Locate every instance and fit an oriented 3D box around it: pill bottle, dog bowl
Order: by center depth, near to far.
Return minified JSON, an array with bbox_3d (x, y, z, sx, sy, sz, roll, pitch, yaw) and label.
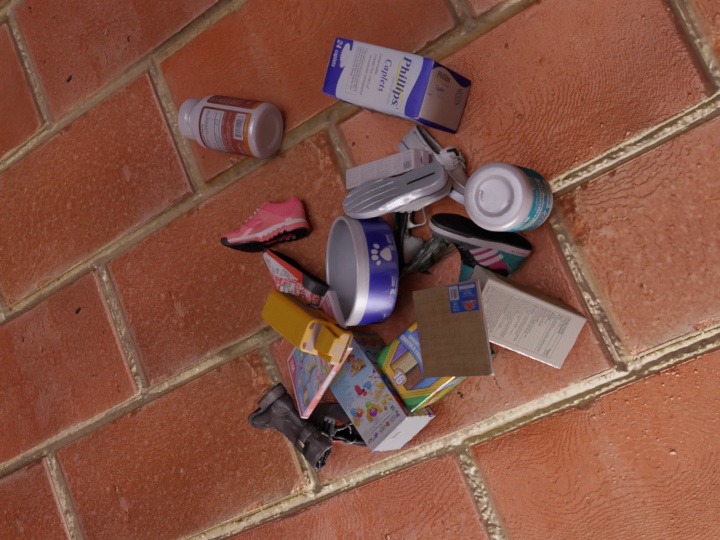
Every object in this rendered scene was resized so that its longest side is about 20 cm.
[{"bbox_3d":[0.256,-0.120,1.534,0.110,0.200,0.111,1,93,27],"label":"pill bottle"},{"bbox_3d":[0.000,0.000,1.674,0.200,0.078,0.201,179,90,-72],"label":"dog bowl"},{"bbox_3d":[-0.265,-0.294,1.850,0.199,0.112,0.113,14,97,27],"label":"pill bottle"}]

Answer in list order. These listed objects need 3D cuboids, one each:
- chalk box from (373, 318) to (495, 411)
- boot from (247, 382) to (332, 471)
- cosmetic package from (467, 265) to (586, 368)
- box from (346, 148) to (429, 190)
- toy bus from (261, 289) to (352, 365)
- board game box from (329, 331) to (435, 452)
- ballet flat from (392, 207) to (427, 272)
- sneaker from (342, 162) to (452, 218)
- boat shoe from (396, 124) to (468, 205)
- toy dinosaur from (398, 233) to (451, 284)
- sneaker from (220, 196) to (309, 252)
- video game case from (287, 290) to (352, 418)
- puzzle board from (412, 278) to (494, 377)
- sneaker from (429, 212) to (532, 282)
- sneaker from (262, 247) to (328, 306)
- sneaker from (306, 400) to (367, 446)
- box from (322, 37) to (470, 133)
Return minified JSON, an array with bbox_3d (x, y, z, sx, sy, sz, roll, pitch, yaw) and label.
[{"bbox_3d":[0.150,0.139,1.637,0.200,0.125,0.124,-41,73,23],"label":"chalk box"},{"bbox_3d":[-0.133,0.321,1.782,0.174,0.069,0.200,48,152,10],"label":"boot"},{"bbox_3d":[0.265,0.078,1.542,0.199,0.071,0.105,23,102,-18],"label":"cosmetic package"},{"bbox_3d":[0.047,-0.183,1.686,0.200,0.039,0.042,-12,76,51],"label":"box"},{"bbox_3d":[-0.095,0.100,1.626,0.200,0.078,0.065,31,100,54],"label":"toy bus"},{"bbox_3d":[0.027,0.222,1.697,0.105,0.103,0.200,-47,62,22],"label":"board game box"},{"bbox_3d":[0.086,-0.076,1.700,0.068,0.068,0.201,8,95,18],"label":"ballet flat"},{"bbox_3d":[0.068,-0.126,1.615,0.199,0.071,0.073,-14,56,20],"label":"sneaker"},{"bbox_3d":[0.154,-0.192,1.662,0.200,0.071,0.070,46,113,26],"label":"boat shoe"},{"bbox_3d":[0.120,-0.025,1.667,0.047,0.088,0.200,43,106,8],"label":"toy dinosaur"},{"bbox_3d":[-0.193,-0.093,1.851,0.199,0.074,0.087,-13,71,23],"label":"sneaker"},{"bbox_3d":[-0.078,0.156,1.694,0.200,0.017,0.143,-59,34,34],"label":"video game case"},{"bbox_3d":[0.151,0.099,1.502,0.200,0.017,0.151,-15,82,62],"label":"puzzle board"},{"bbox_3d":[0.189,-0.023,1.598,0.121,0.199,0.084,-63,25,25],"label":"sneaker"},{"bbox_3d":[-0.150,0.036,1.788,0.201,0.067,0.108,33,99,45],"label":"sneaker"},{"bbox_3d":[-0.044,0.297,1.764,0.199,0.082,0.077,2,92,28],"label":"sneaker"},{"bbox_3d":[0.067,-0.328,1.636,0.199,0.184,0.105,19,99,26],"label":"box"}]
